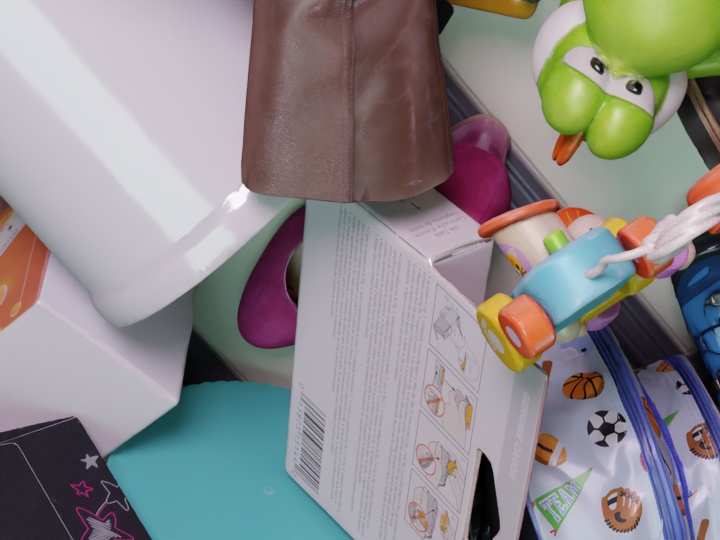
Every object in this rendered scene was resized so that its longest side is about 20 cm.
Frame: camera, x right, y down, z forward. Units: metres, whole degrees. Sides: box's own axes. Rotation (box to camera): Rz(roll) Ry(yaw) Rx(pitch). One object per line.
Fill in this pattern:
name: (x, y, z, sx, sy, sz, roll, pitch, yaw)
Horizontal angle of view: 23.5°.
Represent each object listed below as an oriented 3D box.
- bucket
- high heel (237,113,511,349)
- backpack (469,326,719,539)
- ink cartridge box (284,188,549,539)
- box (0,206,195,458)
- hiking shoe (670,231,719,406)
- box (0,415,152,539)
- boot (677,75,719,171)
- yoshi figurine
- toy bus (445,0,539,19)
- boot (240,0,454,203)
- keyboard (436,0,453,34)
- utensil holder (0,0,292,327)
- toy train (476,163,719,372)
bucket: (-0.064, 0.168, 0.955, 0.206, 0.208, 0.136, 19, 124, 1)
high heel: (0.000, 0.000, 0.897, 0.199, 0.096, 0.067, -31, 110, 27)
backpack: (0.121, 0.122, 0.891, 0.153, 0.200, 0.191, -25, 124, -3)
ink cartridge box: (0.033, 0.068, 0.826, 0.176, 0.044, 0.201, 42, 140, 37)
box: (-0.193, 0.053, 0.945, 0.199, 0.125, 0.097, -36, 121, 27)
hiking shoe: (0.217, 0.064, 0.891, 0.074, 0.087, 0.201, -21, 114, 23)
box: (-0.161, 0.191, 0.826, 0.200, 0.131, 0.115, 53, 132, 27)
boot: (0.254, -0.058, 0.827, 0.138, 0.078, 0.200, -39, 117, 23)
yoshi figurine: (0.125, -0.120, 0.734, 0.111, 0.200, 0.113, -2, 119, 15)
toy bus: (0.059, -0.198, 0.747, 0.065, 0.079, 0.200, 12, 152, 7)
boot: (-0.048, -0.106, 0.703, 0.185, 0.064, 0.201, -4, 125, -8)
keyboard: (-0.040, -0.150, 0.753, 0.104, 0.040, 0.200, 1, 155, 45)
utensil holder: (-0.124, -0.103, 0.824, 0.170, 0.170, 0.200, -35, 106, 28)
toy train: (0.117, -0.027, 0.698, 0.150, 0.200, 0.056, -40, 80, 28)
